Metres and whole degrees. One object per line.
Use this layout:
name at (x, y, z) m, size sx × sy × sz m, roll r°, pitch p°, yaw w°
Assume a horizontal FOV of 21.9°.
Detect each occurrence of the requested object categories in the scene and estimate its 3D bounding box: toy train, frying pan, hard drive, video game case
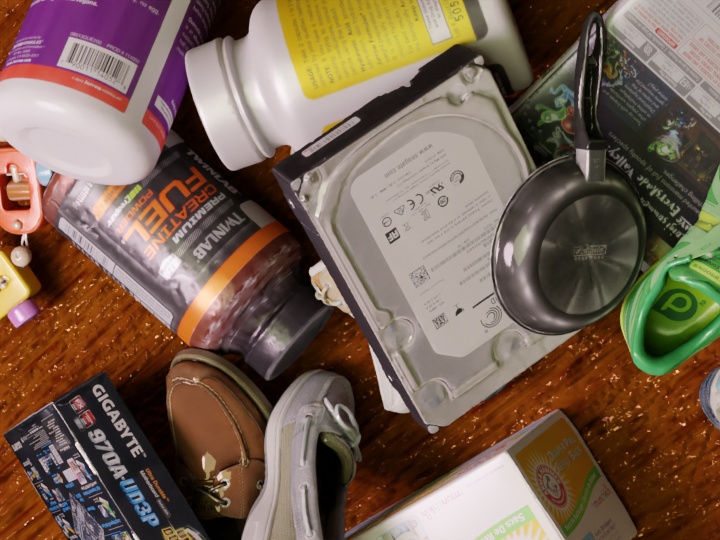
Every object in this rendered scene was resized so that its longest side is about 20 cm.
toy train at (-0.294, -0.030, 1.373) m, size 0.200 × 0.056 × 0.150 m, roll -7°, pitch 100°, yaw 21°
frying pan at (0.145, -0.047, 1.118) m, size 0.031 × 0.115 × 0.190 m, roll 31°, pitch 97°, yaw 55°
hard drive at (0.051, -0.016, 1.117) m, size 0.140 × 0.038 × 0.200 m, roll -34°, pitch 120°, yaw -10°
video game case at (0.212, -0.081, 1.132) m, size 0.200 × 0.023 × 0.182 m, roll 40°, pitch 117°, yaw -10°

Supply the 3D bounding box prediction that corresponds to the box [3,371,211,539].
box at (-0.179, 0.161, 1.315) m, size 0.159 × 0.046 × 0.200 m, roll 58°, pitch 157°, yaw -1°

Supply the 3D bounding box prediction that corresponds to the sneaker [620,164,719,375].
sneaker at (0.224, -0.013, 1.103) m, size 0.074 × 0.084 × 0.200 m, roll 28°, pitch 118°, yaw -3°

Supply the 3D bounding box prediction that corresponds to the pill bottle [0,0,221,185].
pill bottle at (-0.155, -0.163, 1.200) m, size 0.112 × 0.112 × 0.200 m, roll 12°, pitch 69°, yaw 19°

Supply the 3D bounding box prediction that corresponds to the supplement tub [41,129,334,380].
supplement tub at (-0.114, -0.015, 1.269) m, size 0.200 × 0.107 × 0.107 m, roll 40°, pitch 116°, yaw 8°

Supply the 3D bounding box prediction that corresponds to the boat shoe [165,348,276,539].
boat shoe at (-0.091, 0.145, 1.281) m, size 0.072 × 0.068 × 0.200 m, roll 3°, pitch 131°, yaw 29°

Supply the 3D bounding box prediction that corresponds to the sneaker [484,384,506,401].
sneaker at (0.064, -0.004, 1.202) m, size 0.079 × 0.096 × 0.200 m, roll 8°, pitch 107°, yaw 21°

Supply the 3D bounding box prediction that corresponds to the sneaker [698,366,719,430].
sneaker at (0.301, 0.106, 1.154) m, size 0.200 × 0.086 × 0.078 m, roll 30°, pitch 83°, yaw -8°

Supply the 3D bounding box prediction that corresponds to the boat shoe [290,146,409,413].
boat shoe at (0.000, 0.000, 1.226) m, size 0.068 × 0.075 × 0.200 m, roll -10°, pitch 85°, yaw -13°

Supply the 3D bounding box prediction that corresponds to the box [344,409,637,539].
box at (0.067, 0.192, 1.246) m, size 0.200 × 0.112 × 0.101 m, roll -34°, pitch 86°, yaw 26°

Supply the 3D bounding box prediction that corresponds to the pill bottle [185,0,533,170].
pill bottle at (-0.002, -0.133, 1.157) m, size 0.200 × 0.111 × 0.111 m, roll -20°, pitch 97°, yaw 7°

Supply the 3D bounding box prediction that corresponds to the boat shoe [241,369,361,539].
boat shoe at (-0.028, 0.143, 1.232) m, size 0.065 × 0.202 × 0.074 m, roll -10°, pitch 124°, yaw 21°
